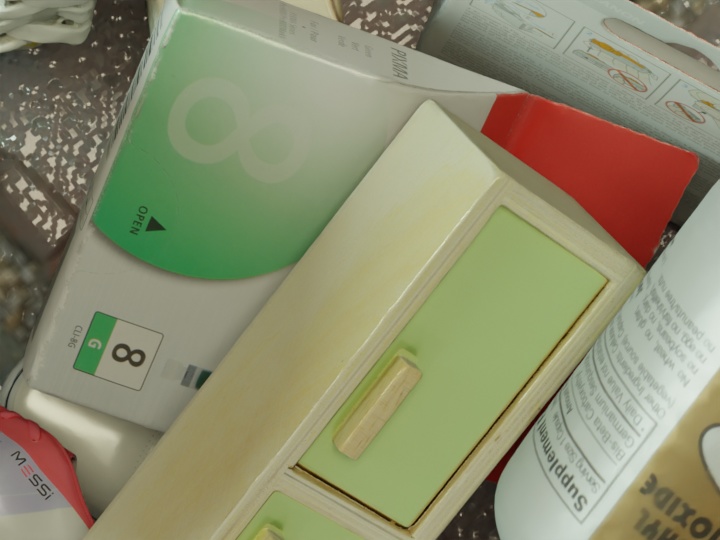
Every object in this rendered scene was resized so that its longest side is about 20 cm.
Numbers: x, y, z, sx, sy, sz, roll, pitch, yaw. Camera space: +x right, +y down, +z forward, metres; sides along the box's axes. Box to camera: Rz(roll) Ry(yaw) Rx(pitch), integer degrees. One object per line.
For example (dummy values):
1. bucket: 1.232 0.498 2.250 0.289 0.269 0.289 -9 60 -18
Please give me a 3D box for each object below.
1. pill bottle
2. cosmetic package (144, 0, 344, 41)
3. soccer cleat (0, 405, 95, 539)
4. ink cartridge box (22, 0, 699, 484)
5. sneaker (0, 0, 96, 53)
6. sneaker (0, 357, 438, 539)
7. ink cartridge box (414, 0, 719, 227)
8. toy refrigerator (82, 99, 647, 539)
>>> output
1. pill bottle: 0.109 0.076 0.830 0.114 0.114 0.200 34 110 -1
2. cosmetic package: -0.052 -0.147 0.954 0.073 0.104 0.200 -8 86 -4
3. soccer cleat: -0.149 0.067 0.919 0.076 0.067 0.200 -40 82 -20
4. ink cartridge box: 0.000 0.000 0.896 0.200 0.050 0.161 20 117 -9
5. sneaker: -0.114 -0.117 0.900 0.076 0.200 0.081 -7 100 -16
6. sneaker: -0.044 0.084 0.947 0.200 0.071 0.073 27 83 -2
7. ink cartridge box: 0.106 -0.074 0.911 0.162 0.200 0.050 28 76 -2
8. toy refrigerator: 0.000 0.050 0.853 0.076 0.070 0.200 33 100 -33
